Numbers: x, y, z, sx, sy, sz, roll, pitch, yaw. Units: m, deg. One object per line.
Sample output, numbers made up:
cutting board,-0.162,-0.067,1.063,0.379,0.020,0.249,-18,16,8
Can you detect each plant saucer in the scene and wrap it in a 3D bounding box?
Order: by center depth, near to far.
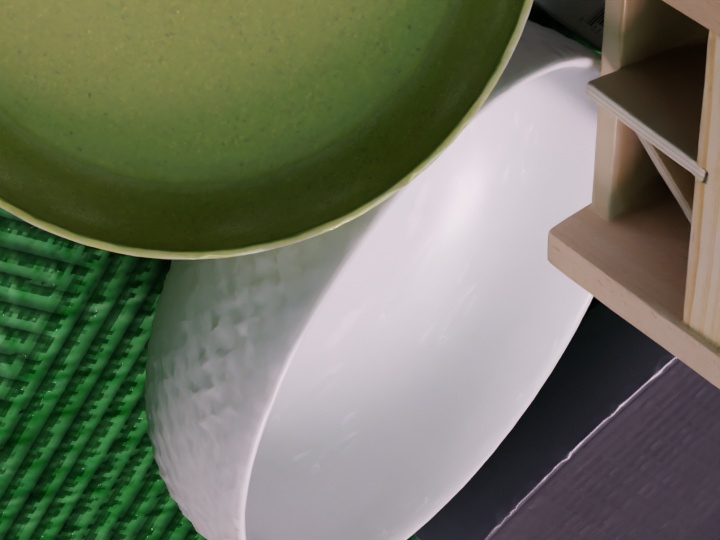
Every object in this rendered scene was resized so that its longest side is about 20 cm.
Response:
plant saucer,-0.048,-0.104,0.682,0.199,0.031,0.201,0,95,-2

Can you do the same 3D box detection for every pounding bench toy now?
pounding bench toy,0.168,-0.038,0.703,0.124,0.200,0.156,-31,140,-28

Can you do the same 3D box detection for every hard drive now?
hard drive,0.125,0.062,0.953,0.200,0.042,0.135,-44,132,16

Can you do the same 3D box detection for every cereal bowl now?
cereal bowl,0.000,0.000,0.794,0.200,0.083,0.200,-40,151,-28

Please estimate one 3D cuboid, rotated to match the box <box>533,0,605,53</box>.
box,0.123,-0.159,0.763,0.156,0.041,0.200,29,114,-40
